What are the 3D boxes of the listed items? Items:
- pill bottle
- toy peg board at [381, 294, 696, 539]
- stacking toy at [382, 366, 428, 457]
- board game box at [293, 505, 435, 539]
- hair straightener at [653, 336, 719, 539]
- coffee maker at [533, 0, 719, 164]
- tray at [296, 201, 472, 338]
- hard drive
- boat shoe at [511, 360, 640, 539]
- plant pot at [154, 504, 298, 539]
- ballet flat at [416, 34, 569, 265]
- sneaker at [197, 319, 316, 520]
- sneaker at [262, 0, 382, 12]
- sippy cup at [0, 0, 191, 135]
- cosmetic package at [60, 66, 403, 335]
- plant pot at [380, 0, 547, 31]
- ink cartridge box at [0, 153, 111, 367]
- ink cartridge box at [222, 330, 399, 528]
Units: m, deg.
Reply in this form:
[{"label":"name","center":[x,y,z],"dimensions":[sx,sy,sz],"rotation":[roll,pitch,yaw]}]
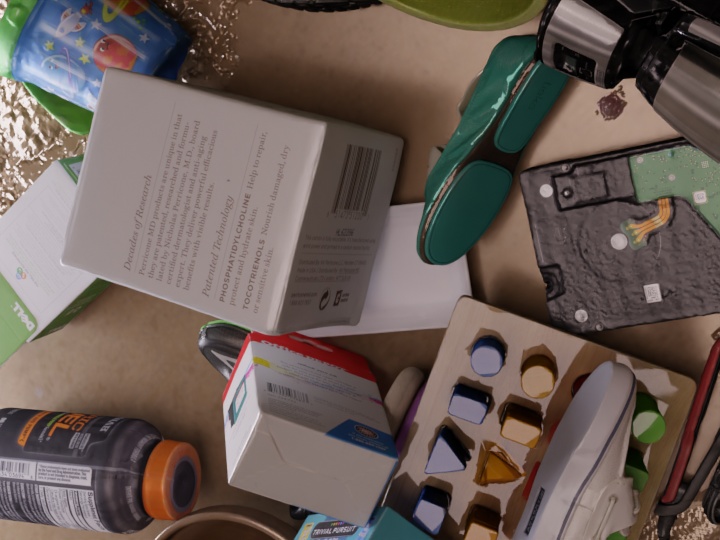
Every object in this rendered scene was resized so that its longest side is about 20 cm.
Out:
[{"label":"pill bottle","center":[-0.249,0.185,1.335],"dimensions":[0.200,0.106,0.106],"rotation":[3,102,21]},{"label":"toy peg board","center":[0.134,0.148,1.117],"dimensions":[0.199,0.098,0.200],"rotation":[20,96,4]},{"label":"stacking toy","center":[0.110,0.156,1.204],"dimensions":[0.200,0.085,0.086],"rotation":[24,109,10]},{"label":"board game box","center":[0.054,0.267,1.179],"dimensions":[0.200,0.047,0.151],"rotation":[38,155,-14]},{"label":"hair straightener","center":[0.286,0.151,1.146],"dimensions":[0.077,0.041,0.200],"rotation":[21,108,17]},{"label":"coffee maker","center":[0.255,-0.180,1.047],"dimensions":[0.200,0.192,0.135],"rotation":[36,149,16]},{"label":"tray","center":[0.000,0.000,1.241],"dimensions":[0.200,0.022,0.108],"rotation":[-5,100,23]},{"label":"hard drive","center":[0.234,-0.031,1.131],"dimensions":[0.200,0.038,0.140],"rotation":[-11,97,24]},{"label":"boat shoe","center":[0.164,0.165,1.041],"dimensions":[0.070,0.071,0.200],"rotation":[21,92,-8]},{"label":"plant pot","center":[-0.095,0.298,1.304],"dimensions":[0.200,0.093,0.201],"rotation":[5,104,22]},{"label":"ballet flat","center":[0.095,-0.099,1.158],"dimensions":[0.200,0.067,0.070],"rotation":[-60,40,13]},{"label":"sneaker","center":[-0.079,0.128,1.259],"dimensions":[0.200,0.084,0.077],"rotation":[54,142,5]},{"label":"sneaker","center":[-0.009,-0.258,1.169],"dimensions":[0.200,0.079,0.089],"rotation":[-4,93,14]},{"label":"sippy cup","center":[-0.222,-0.194,1.238],"dimensions":[0.130,0.178,0.140],"rotation":[33,82,1]},{"label":"cosmetic package","center":[-0.099,-0.056,1.171],"dimensions":[0.200,0.167,0.167],"rotation":[17,97,23]},{"label":"plant pot","center":[0.076,-0.308,1.044],"dimensions":[0.200,0.200,0.190],"rotation":[20,73,17]},{"label":"ink cartridge box","center":[-0.293,-0.005,1.338],"dimensions":[0.200,0.059,0.104],"rotation":[-41,84,24]},{"label":"ink cartridge box","center":[-0.046,0.116,1.171],"dimensions":[0.116,0.200,0.067],"rotation":[20,106,-13]}]
